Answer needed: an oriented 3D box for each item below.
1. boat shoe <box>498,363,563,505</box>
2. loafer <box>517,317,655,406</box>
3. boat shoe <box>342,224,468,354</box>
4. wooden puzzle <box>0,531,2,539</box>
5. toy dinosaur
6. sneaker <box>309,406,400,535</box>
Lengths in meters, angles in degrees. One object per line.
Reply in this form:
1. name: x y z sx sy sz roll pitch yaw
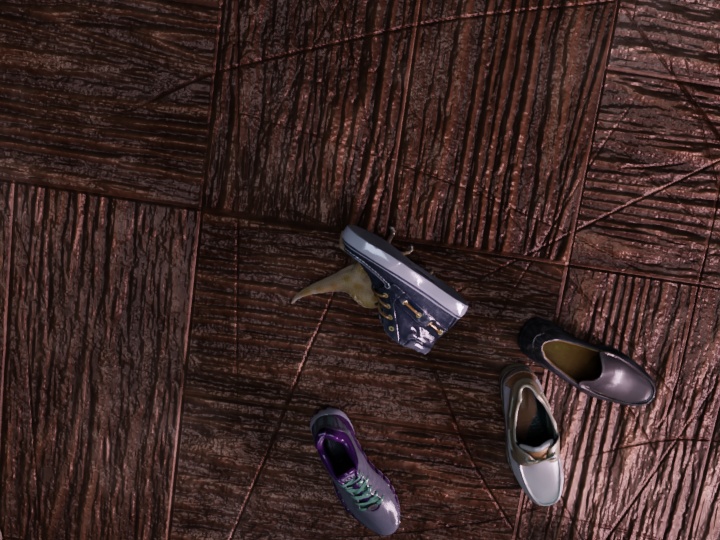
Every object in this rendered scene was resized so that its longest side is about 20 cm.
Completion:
1. boat shoe: 0.230 0.230 0.995 0.073 0.068 0.203 -18 100 4
2. loafer: 0.302 0.131 0.975 0.197 0.072 0.074 22 99 -5
3. boat shoe: 0.039 0.030 0.919 0.199 0.071 0.091 34 102 -25
4. wooden puzzle: -0.629 0.346 1.030 0.183 0.046 0.202 -29 99 5
5. toy dinosaur: 0.000 0.000 0.959 0.196 0.058 0.103 -6 102 1
6. sneaker: -0.011 0.286 0.996 0.074 0.088 0.202 -31 99 6
